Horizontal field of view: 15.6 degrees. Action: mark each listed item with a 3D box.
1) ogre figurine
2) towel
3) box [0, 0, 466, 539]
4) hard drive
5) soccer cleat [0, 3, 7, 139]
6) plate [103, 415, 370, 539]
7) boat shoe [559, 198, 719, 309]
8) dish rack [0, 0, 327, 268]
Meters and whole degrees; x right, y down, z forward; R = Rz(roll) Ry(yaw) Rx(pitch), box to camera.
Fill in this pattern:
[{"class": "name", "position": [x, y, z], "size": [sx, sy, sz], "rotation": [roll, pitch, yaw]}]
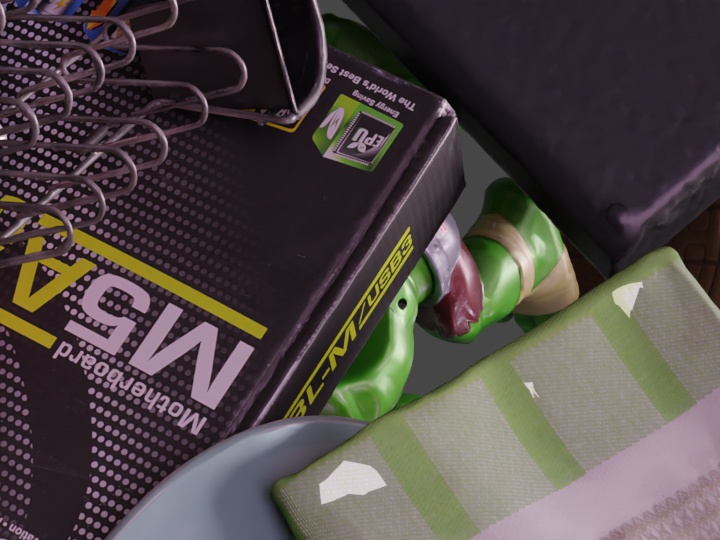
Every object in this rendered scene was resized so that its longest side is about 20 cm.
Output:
[{"class": "ogre figurine", "position": [0.000, 0.000, 0.810], "size": [0.120, 0.098, 0.201], "rotation": [-46, 112, -34]}, {"class": "towel", "position": [0.089, 0.100, 0.669], "size": [0.149, 0.031, 0.200], "rotation": [-29, 73, -29]}, {"class": "box", "position": [-0.101, -0.002, 0.738], "size": [0.199, 0.048, 0.194], "rotation": [27, 66, 19]}, {"class": "hard drive", "position": [0.061, -0.112, 0.792], "size": [0.139, 0.033, 0.200], "rotation": [-39, 72, -10]}, {"class": "soccer cleat", "position": [-0.127, -0.074, 0.723], "size": [0.067, 0.076, 0.201], "rotation": [40, 42, -39]}, {"class": "plate", "position": [-0.018, 0.139, 0.701], "size": [0.199, 0.025, 0.202], "rotation": [-15, 111, -44]}, {"class": "boat shoe", "position": [0.107, -0.057, 0.880], "size": [0.065, 0.073, 0.202], "rotation": [5, 84, -56]}, {"class": "dish rack", "position": [-0.085, -0.075, 0.634], "size": [0.200, 0.054, 0.154], "rotation": [-48, 127, -53]}]
